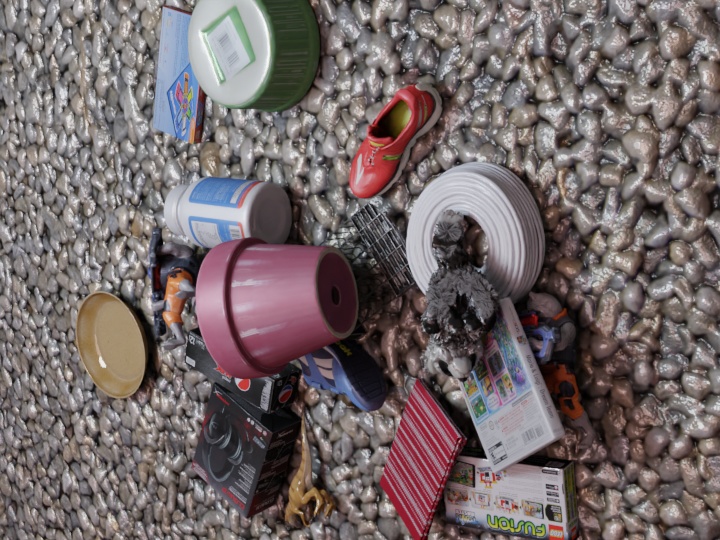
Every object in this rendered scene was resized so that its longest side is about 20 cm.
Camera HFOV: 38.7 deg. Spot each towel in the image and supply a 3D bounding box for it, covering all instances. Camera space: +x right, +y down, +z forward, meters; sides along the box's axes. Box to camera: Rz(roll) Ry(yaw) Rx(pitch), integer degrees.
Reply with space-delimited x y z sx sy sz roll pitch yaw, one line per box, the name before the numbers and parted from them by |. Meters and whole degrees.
towel | 0.088 0.280 1.498 0.145 0.022 0.203 51 131 50

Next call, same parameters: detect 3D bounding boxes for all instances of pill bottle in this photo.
pill bottle | -0.213 -0.089 1.615 0.197 0.111 0.115 9 107 36

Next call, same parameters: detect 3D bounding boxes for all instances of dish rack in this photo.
dish rack | 0.000 0.000 1.509 0.199 0.054 0.155 -39 78 35

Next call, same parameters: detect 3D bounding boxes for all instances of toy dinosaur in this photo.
toy dinosaur | -0.091 0.350 1.663 0.105 0.060 0.203 28 117 31

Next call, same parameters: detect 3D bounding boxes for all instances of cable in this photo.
cable | 0.149 -0.040 1.366 0.198 0.069 0.204 -6 97 42

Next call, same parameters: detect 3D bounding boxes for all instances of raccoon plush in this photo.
raccoon plush | 0.128 0.042 1.326 0.095 0.203 0.135 9 151 3

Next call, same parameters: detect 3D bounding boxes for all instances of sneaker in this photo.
sneaker | -0.036 0.151 1.565 0.200 0.073 0.083 45 124 31
sneaker | 0.030 -0.181 1.418 0.077 0.084 0.201 47 125 19

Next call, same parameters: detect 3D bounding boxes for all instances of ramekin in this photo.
ramekin | -0.165 -0.334 1.523 0.197 0.097 0.204 11 108 35

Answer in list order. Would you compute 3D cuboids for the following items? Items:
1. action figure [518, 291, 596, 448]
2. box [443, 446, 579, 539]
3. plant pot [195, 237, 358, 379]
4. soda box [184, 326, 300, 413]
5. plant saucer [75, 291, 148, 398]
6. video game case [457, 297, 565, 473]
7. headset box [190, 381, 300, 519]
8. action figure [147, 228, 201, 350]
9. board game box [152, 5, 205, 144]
action figure | 0.239 0.124 1.350 0.199 0.103 0.198 179 85 -68
box | 0.205 0.312 1.437 0.197 0.034 0.112 1 102 38
plant pot | -0.107 0.044 1.460 0.176 0.199 0.204 -11 95 27
soda box | -0.196 0.157 1.688 0.198 0.070 0.064 26 115 30
plant saucer | -0.454 0.135 1.908 0.197 0.035 0.204 10 107 36
video game case | 0.184 0.155 1.342 0.200 0.023 0.185 124 129 -63
headset box | -0.197 0.300 1.721 0.148 0.077 0.203 35 119 29
action figure | -0.295 0.042 1.685 0.195 0.102 0.203 -104 16 -50
board game box | -0.292 -0.319 1.678 0.102 0.019 0.204 24 115 33
